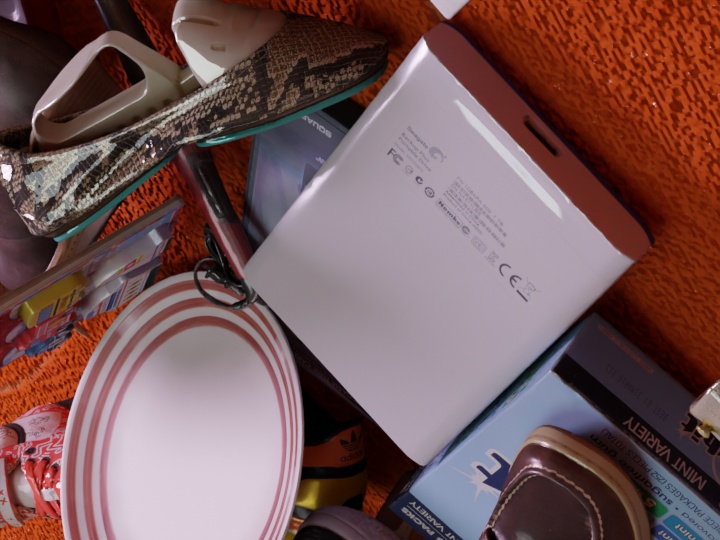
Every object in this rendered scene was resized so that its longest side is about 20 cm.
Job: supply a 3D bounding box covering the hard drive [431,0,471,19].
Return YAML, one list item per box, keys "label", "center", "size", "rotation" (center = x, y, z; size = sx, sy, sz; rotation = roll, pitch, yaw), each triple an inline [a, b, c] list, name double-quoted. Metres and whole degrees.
- label: "hard drive"
  center: [0.010, -0.208, 0.870]
  size: [0.200, 0.026, 0.132]
  rotation: [48, 133, -2]

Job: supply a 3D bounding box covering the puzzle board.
- label: "puzzle board"
  center: [-0.162, 0.024, 1.192]
  size: [0.017, 0.150, 0.200]
  rotation: [58, 166, 3]

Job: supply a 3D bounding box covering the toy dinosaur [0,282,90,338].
- label: "toy dinosaur"
  center: [-0.213, 0.004, 1.311]
  size: [0.058, 0.200, 0.101]
  rotation: [-4, 90, 11]

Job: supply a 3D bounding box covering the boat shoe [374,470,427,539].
- label: "boat shoe"
  center: [0.035, 0.195, 1.280]
  size: [0.076, 0.072, 0.200]
  rotation: [25, 144, 12]

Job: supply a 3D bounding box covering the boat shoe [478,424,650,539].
- label: "boat shoe"
  center: [0.079, 0.148, 1.062]
  size: [0.072, 0.072, 0.200]
  rotation: [32, 148, 14]

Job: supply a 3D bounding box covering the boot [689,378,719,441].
- label: "boot"
  center: [0.197, 0.106, 0.957]
  size: [0.155, 0.072, 0.200]
  rotation: [40, 130, 12]

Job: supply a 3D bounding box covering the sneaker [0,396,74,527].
- label: "sneaker"
  center: [-0.179, 0.132, 1.374]
  size: [0.201, 0.108, 0.067]
  rotation: [21, 126, 60]

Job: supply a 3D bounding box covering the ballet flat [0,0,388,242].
- label: "ballet flat"
  center: [-0.087, -0.080, 1.045]
  size: [0.200, 0.068, 0.075]
  rotation: [-24, 112, 23]

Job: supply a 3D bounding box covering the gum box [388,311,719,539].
- label: "gum box"
  center: [0.123, 0.123, 1.099]
  size: [0.170, 0.045, 0.200]
  rotation: [40, 148, -1]

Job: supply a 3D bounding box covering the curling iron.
- label: "curling iron"
  center: [-0.097, -0.066, 1.160]
  size: [0.050, 0.026, 0.200]
  rotation: [-7, 113, 51]

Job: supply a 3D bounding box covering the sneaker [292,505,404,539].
- label: "sneaker"
  center: [0.025, 0.219, 1.172]
  size: [0.200, 0.115, 0.075]
  rotation: [39, 143, 4]

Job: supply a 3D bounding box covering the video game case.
- label: "video game case"
  center: [0.000, 0.000, 1.148]
  size: [0.143, 0.019, 0.200]
  rotation: [36, 146, 17]

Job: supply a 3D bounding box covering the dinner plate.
- label: "dinner plate"
  center: [-0.092, 0.101, 1.228]
  size: [0.024, 0.201, 0.200]
  rotation: [15, 173, -42]

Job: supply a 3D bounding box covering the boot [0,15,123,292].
- label: "boot"
  center: [-0.195, -0.073, 1.174]
  size: [0.166, 0.072, 0.200]
  rotation: [35, 147, -7]

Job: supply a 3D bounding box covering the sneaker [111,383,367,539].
- label: "sneaker"
  center: [-0.071, 0.075, 1.284]
  size: [0.200, 0.070, 0.090]
  rotation: [30, 123, 32]

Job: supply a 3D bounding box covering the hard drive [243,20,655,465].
- label: "hard drive"
  center: [0.034, -0.007, 1.054]
  size: [0.132, 0.025, 0.200]
  rotation: [47, 140, 6]

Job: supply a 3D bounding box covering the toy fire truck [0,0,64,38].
- label: "toy fire truck"
  center: [-0.232, -0.121, 1.221]
  size: [0.167, 0.112, 0.200]
  rotation: [9, 136, 20]
